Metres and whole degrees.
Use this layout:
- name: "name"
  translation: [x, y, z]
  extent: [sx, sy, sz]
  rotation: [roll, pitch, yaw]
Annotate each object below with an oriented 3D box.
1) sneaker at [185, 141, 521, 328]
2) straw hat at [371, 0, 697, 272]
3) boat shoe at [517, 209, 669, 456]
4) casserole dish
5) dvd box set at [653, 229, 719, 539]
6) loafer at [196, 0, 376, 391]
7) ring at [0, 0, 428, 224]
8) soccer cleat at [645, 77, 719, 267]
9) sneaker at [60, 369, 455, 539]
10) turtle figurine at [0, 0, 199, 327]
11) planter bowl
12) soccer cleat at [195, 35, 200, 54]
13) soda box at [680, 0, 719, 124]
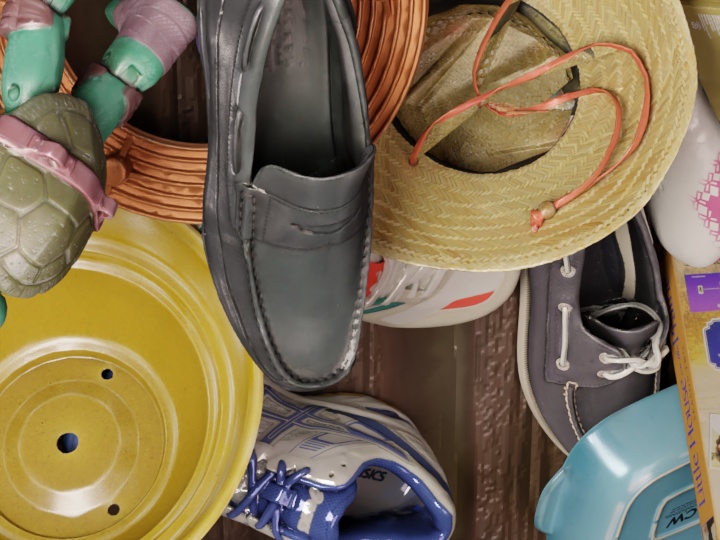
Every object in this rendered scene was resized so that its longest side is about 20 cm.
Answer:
- name: "sneaker"
  translation: [0.000, 0.000, 1.118]
  extent: [0.199, 0.093, 0.071]
  rotation: [15, 107, -30]
- name: "straw hat"
  translation: [0.056, -0.081, 1.098]
  extent: [0.201, 0.201, 0.085]
  rotation: [-45, 164, 0]
- name: "boat shoe"
  translation: [0.121, 0.031, 1.210]
  extent: [0.072, 0.063, 0.201]
  rotation: [-23, 123, -17]
- name: "casserole dish"
  translation: [0.183, 0.102, 1.259]
  extent: [0.199, 0.039, 0.121]
  rotation: [-19, 142, -24]
- name: "dvd box set"
  translation: [0.233, 0.064, 1.204]
  extent: [0.146, 0.201, 0.029]
  rotation: [-4, 160, -10]
- name: "loafer"
  translation: [-0.027, -0.040, 0.976]
  extent: [0.068, 0.070, 0.201]
  rotation: [-15, 113, -24]
- name: "ring"
  translation: [-0.071, -0.116, 1.013]
  extent: [0.199, 0.019, 0.201]
  rotation: [2, 107, 7]
- name: "soccer cleat"
  translation: [0.141, -0.095, 1.155]
  extent: [0.086, 0.070, 0.201]
  rotation: [-13, 111, -29]
- name: "sneaker"
  translation: [-0.042, 0.092, 1.147]
  extent: [0.199, 0.088, 0.076]
  rotation: [8, 112, -27]
- name: "turtle figurine"
  translation: [-0.140, -0.039, 0.934]
  extent: [0.201, 0.100, 0.150]
  rotation: [-63, 152, -21]
- name: "planter bowl"
  translation: [-0.137, 0.066, 1.065]
  extent: [0.200, 0.201, 0.084]
  rotation: [-33, 159, -8]
- name: "soccer cleat"
  translation: [-0.024, -0.182, 1.042]
  extent: [0.200, 0.076, 0.067]
  rotation: [-58, 168, 14]
- name: "soda box"
  translation: [0.216, -0.077, 1.136]
  extent: [0.068, 0.064, 0.200]
  rotation: [-56, 136, -25]
